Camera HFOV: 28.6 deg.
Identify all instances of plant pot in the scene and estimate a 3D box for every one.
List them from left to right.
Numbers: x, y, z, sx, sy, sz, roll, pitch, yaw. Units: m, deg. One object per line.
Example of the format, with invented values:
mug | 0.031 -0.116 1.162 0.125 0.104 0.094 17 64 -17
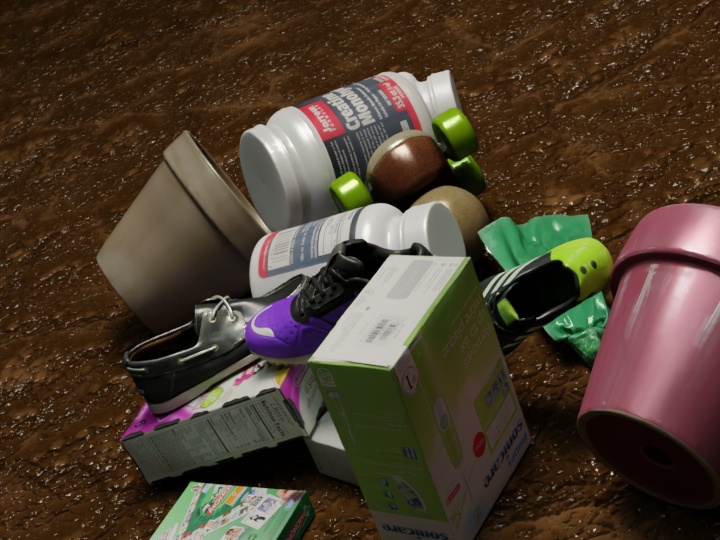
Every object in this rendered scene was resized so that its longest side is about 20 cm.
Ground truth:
plant pot | -0.198 -0.028 1.596 0.173 0.201 0.200 -39 31 1
plant pot | 0.267 0.078 1.116 0.198 0.201 0.180 12 58 44

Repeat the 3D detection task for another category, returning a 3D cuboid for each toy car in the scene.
toy car | 0.089 -0.040 1.501 0.163 0.158 0.201 -32 59 -7

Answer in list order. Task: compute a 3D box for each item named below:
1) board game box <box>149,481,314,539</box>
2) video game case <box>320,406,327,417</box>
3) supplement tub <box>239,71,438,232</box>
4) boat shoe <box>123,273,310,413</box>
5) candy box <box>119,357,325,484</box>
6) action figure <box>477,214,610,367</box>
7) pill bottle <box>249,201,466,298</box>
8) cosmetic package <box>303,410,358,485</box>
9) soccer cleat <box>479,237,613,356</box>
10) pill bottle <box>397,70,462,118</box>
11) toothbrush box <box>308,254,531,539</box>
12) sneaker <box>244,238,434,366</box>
board game box | -0.140 0.265 1.218 0.133 0.029 0.201 -2 36 32
video game case | -0.049 0.082 1.467 0.143 0.018 0.199 -40 34 -28
supplement tub | -0.023 -0.131 1.599 0.198 0.142 0.140 -23 28 -22
boat shoe | -0.130 0.057 1.336 0.198 0.068 0.072 -31 20 -2
candy box | -0.119 0.121 1.359 0.198 0.061 0.137 -20 23 29
action figure | 0.195 0.020 1.366 0.116 0.055 0.201 -12 38 -4
pill bottle | 0.000 0.000 1.407 0.198 0.121 0.120 -14 29 28
cosmetic package | 0.044 0.117 1.316 0.082 0.051 0.200 8 41 46
soccer cleat | 0.131 0.031 1.220 0.199 0.068 0.081 -35 -8 39
pill bottle | 0.027 -0.180 1.748 0.197 0.113 0.113 -16 30 9
toothbrush box | 0.055 0.110 1.170 0.085 0.202 0.146 3 37 34
sneaker | -0.018 0.017 1.253 0.197 0.100 0.070 -14 43 11
